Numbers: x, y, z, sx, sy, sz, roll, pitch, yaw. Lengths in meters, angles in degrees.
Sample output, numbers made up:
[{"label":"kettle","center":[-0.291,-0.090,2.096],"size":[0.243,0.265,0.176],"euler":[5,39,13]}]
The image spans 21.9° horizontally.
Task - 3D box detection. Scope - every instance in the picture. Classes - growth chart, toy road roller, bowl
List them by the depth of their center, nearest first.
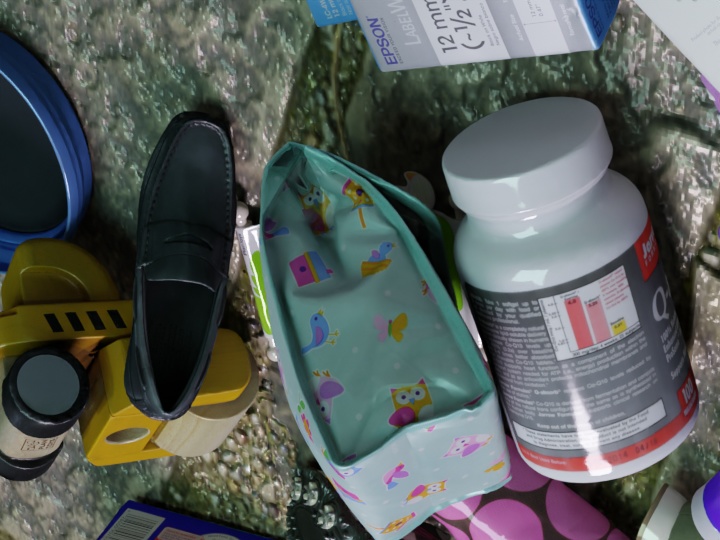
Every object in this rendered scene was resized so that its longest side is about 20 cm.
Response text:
[{"label":"growth chart","center":[0.000,0.000,1.225],"size":[0.199,0.018,0.146],"euler":[1,122,34]},{"label":"toy road roller","center":[-0.182,0.055,1.314],"size":[0.123,0.198,0.147],"euler":[129,133,-58]},{"label":"bowl","center":[-0.277,-0.092,1.337],"size":[0.199,0.039,0.202],"euler":[19,131,23]}]

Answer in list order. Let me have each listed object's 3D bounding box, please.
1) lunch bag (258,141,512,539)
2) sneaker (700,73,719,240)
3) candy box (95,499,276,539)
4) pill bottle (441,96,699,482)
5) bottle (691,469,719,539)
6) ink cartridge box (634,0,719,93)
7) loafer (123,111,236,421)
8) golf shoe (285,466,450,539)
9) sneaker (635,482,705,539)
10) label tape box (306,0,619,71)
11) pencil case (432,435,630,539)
[{"label":"lunch bag","center":[0.005,0.037,1.108],"size":[0.171,0.121,0.201],"euler":[71,175,-64]},{"label":"sneaker","center":[0.211,-0.059,0.990],"size":[0.201,0.073,0.114],"euler":[50,139,-8]},{"label":"candy box","center":[-0.118,0.298,1.495],"size":[0.168,0.077,0.201],"euler":[11,127,28]},{"label":"pill bottle","center":[0.119,0.011,1.075],"size":[0.115,0.116,0.201],"euler":[0,123,35]},{"label":"bottle","center":[0.264,0.099,1.063],"size":[0.065,0.084,0.200],"euler":[41,135,1]},{"label":"ink cartridge box","center":[0.159,-0.186,0.896],"size":[0.200,0.117,0.067],"euler":[47,137,-3]},{"label":"loafer","center":[-0.113,-0.002,1.210],"size":[0.070,0.067,0.203],"euler":[-164,83,-73]},{"label":"golf shoe","center":[0.011,0.199,1.311],"size":[0.200,0.087,0.078],"euler":[34,115,56]},{"label":"sneaker","center":[0.220,0.231,1.206],"size":[0.089,0.067,0.201],"euler":[18,132,22]},{"label":"label tape box","center":[0.026,-0.182,1.003],"size":[0.198,0.066,0.144],"euler":[-4,131,29]},{"label":"pencil case","center":[0.087,0.156,1.238],"size":[0.200,0.091,0.094],"euler":[43,170,2]}]
